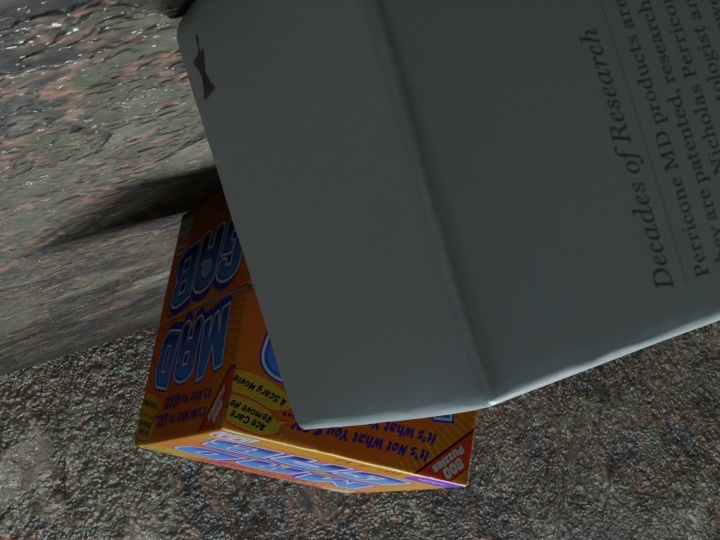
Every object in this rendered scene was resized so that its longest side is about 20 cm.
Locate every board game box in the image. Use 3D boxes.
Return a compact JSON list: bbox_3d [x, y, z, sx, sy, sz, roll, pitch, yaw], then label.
[{"bbox_3d":[-0.036,0.055,0.946,0.199,0.201,0.200,17,162,-24],"label":"board game box"}]

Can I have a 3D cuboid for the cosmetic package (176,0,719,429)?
[{"bbox_3d":[0.066,-0.056,0.426,0.199,0.168,0.167,-17,178,-23],"label":"cosmetic package"}]
